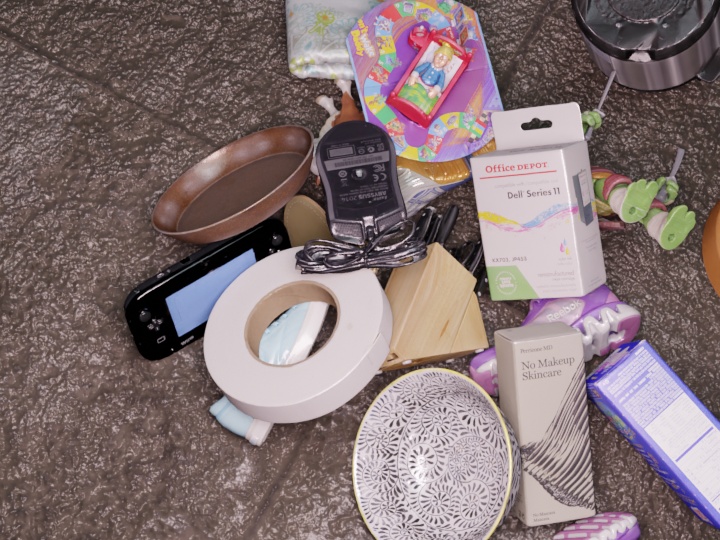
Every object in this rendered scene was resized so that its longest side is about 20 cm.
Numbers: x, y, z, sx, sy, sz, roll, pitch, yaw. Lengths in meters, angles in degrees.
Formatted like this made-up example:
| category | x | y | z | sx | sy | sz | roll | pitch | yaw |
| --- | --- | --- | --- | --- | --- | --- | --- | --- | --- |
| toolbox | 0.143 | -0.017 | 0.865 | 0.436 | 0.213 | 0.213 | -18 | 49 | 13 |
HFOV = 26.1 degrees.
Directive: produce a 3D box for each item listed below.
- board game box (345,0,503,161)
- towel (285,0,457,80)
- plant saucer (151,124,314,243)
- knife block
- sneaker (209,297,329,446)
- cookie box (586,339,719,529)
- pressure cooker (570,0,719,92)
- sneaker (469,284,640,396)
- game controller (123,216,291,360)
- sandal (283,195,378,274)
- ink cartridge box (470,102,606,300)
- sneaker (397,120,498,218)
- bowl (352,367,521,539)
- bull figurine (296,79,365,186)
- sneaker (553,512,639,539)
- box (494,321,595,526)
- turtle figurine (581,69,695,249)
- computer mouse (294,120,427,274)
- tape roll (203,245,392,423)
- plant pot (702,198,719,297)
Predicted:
| category | x | y | z | sx | sy | sz | roll | pitch | yaw |
| --- | --- | --- | --- | --- | --- | --- | --- | --- | --- |
| board game box | 0.074 | -0.220 | 1.709 | 0.157 | 0.039 | 0.201 | -11 | 76 | -12 |
| towel | 0.013 | -0.287 | 1.797 | 0.199 | 0.048 | 0.172 | 1 | 44 | -6 |
| plant saucer | -0.133 | -0.088 | 1.683 | 0.200 | 0.200 | 0.035 | -38 | 117 | -19 |
| knife block | 0.066 | 0.013 | 1.671 | 0.199 | 0.064 | 0.176 | -6 | 77 | -45 |
| sneaker | -0.096 | 0.082 | 1.658 | 0.082 | 0.074 | 0.201 | 27 | 71 | 0 |
| cookie box | 0.327 | 0.171 | 1.622 | 0.075 | 0.171 | 0.200 | -41 | 85 | -1 |
| pressure cooker | 0.336 | -0.302 | 1.803 | 0.178 | 0.200 | 0.177 | -8 | 77 | 14 |
| sneaker | 0.205 | 0.068 | 1.711 | 0.199 | 0.081 | 0.089 | -23 | 59 | -10 |
| game controller | -0.160 | 0.020 | 1.665 | 0.200 | 0.105 | 0.042 | -30 | 40 | -17 |
| sandal | -0.003 | 0.003 | 1.721 | 0.070 | 0.078 | 0.212 | -27 | 81 | -48 |
| ink cartridge box | 0.188 | -0.074 | 1.672 | 0.067 | 0.117 | 0.201 | -22 | 105 | -55 |
| sneaker | 0.059 | -0.103 | 1.744 | 0.199 | 0.088 | 0.076 | -21 | 69 | -8 |
| bowl | 0.097 | 0.206 | 1.613 | 0.094 | 0.200 | 0.202 | 12 | 59 | -51 |
| bull figurine | 0.014 | -0.166 | 1.775 | 0.199 | 0.065 | 0.122 | -11 | 65 | -17 |
| sneaker | 0.221 | 0.329 | 1.607 | 0.200 | 0.080 | 0.089 | -35 | 97 | -27 |
| box | 0.194 | 0.160 | 1.629 | 0.082 | 0.068 | 0.201 | -9 | 100 | -11 |
| turtle figurine | 0.303 | -0.118 | 1.726 | 0.199 | 0.144 | 0.194 | -26 | 31 | -8 |
| computer mouse | -0.003 | -0.071 | 1.643 | 0.138 | 0.053 | 0.201 | -6 | 54 | 2 |
| tape roll | -0.064 | 0.064 | 1.602 | 0.202 | 0.037 | 0.203 | -12 | 51 | 14 |
| plant pot | 0.504 | -0.040 | 1.754 | 0.199 | 0.140 | 0.201 | 2 | 70 | -6 |
